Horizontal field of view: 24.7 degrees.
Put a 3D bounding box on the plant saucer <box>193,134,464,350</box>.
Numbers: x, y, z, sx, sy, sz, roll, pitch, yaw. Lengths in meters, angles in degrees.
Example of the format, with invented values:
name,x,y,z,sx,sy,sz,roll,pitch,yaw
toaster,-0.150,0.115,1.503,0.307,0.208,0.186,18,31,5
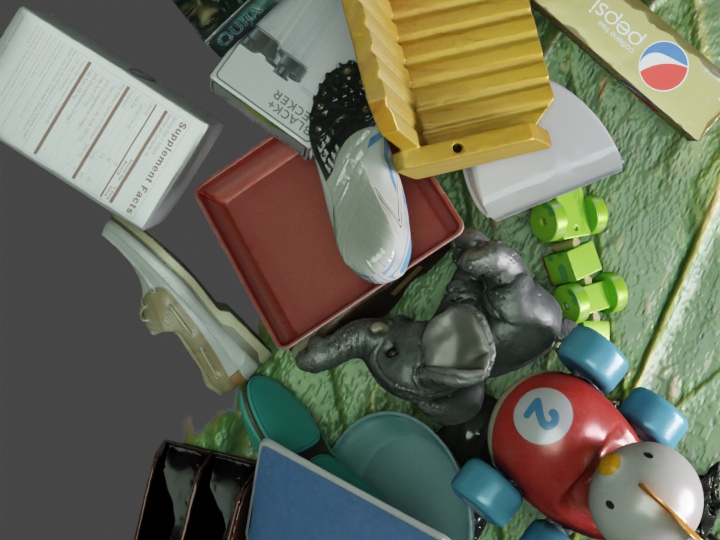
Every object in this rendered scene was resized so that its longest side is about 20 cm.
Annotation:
name,x,y,z,sx,sy,sz,roll,pitch,yaw
plant saucer,-0.028,-0.050,1.508,0.200,0.037,0.200,-33,61,4

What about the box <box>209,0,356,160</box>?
name,x,y,z,sx,sy,sz,roll,pitch,yaw
box,-0.035,-0.215,1.500,0.116,0.060,0.200,37,84,0

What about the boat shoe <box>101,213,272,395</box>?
name,x,y,z,sx,sy,sz,roll,pitch,yaw
boat shoe,-0.175,0.032,1.540,0.200,0.075,0.068,45,89,-3

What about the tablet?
name,x,y,z,sx,sy,sz,roll,pitch,yaw
tablet,-0.014,0.239,1.471,0.199,0.014,0.131,26,129,19

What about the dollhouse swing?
name,x,y,z,sx,sy,sz,roll,pitch,yaw
dollhouse swing,0.074,-0.199,1.385,0.181,0.176,0.201,-13,82,-5

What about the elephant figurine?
name,x,y,z,sx,sy,sz,roll,pitch,yaw
elephant figurine,0.074,0.072,1.480,0.200,0.155,0.142,-46,125,-16

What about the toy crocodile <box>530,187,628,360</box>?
name,x,y,z,sx,sy,sz,roll,pitch,yaw
toy crocodile,0.195,-0.012,1.531,0.067,0.062,0.201,-15,93,-36

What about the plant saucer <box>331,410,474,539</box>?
name,x,y,z,sx,sy,sz,roll,pitch,yaw
plant saucer,0.039,0.230,1.521,0.199,0.036,0.201,-2,87,45

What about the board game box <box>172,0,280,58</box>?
name,x,y,z,sx,sy,sz,roll,pitch,yaw
board game box,-0.086,-0.297,1.488,0.200,0.135,0.028,-43,134,5

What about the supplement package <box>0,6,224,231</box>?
name,x,y,z,sx,sy,sz,roll,pitch,yaw
supplement package,-0.242,-0.139,1.507,0.200,0.117,0.118,33,95,-1

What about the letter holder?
name,x,y,z,sx,sy,sz,roll,pitch,yaw
letter holder,-0.167,0.276,1.525,0.100,0.142,0.201,13,95,1

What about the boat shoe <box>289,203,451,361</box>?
name,x,y,z,sx,sy,sz,roll,pitch,yaw
boat shoe,0.002,0.002,1.540,0.202,0.075,0.075,-42,65,3

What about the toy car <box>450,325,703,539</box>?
name,x,y,z,sx,sy,sz,roll,pitch,yaw
toy car,0.214,0.173,1.380,0.177,0.200,0.185,44,80,-24

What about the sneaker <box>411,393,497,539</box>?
name,x,y,z,sx,sy,sz,roll,pitch,yaw
sneaker,0.083,0.201,1.551,0.091,0.076,0.201,28,100,21

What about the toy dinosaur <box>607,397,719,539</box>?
name,x,y,z,sx,sy,sz,roll,pitch,yaw
toy dinosaur,0.269,0.220,1.543,0.135,0.102,0.201,-5,113,18

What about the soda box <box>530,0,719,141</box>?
name,x,y,z,sx,sy,sz,roll,pitch,yaw
soda box,0.250,-0.206,1.505,0.200,0.068,0.064,40,96,-1

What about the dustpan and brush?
name,x,y,z,sx,sy,sz,roll,pitch,yaw
dustpan and brush,0.138,-0.153,1.502,0.139,0.057,0.201,-22,81,-5

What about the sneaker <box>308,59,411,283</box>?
name,x,y,z,sx,sy,sz,roll,pitch,yaw
sneaker,0.001,-0.084,1.439,0.072,0.072,0.201,-12,76,13

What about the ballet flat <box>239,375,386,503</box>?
name,x,y,z,sx,sy,sz,roll,pitch,yaw
ballet flat,-0.055,0.186,1.535,0.200,0.067,0.071,44,131,27
